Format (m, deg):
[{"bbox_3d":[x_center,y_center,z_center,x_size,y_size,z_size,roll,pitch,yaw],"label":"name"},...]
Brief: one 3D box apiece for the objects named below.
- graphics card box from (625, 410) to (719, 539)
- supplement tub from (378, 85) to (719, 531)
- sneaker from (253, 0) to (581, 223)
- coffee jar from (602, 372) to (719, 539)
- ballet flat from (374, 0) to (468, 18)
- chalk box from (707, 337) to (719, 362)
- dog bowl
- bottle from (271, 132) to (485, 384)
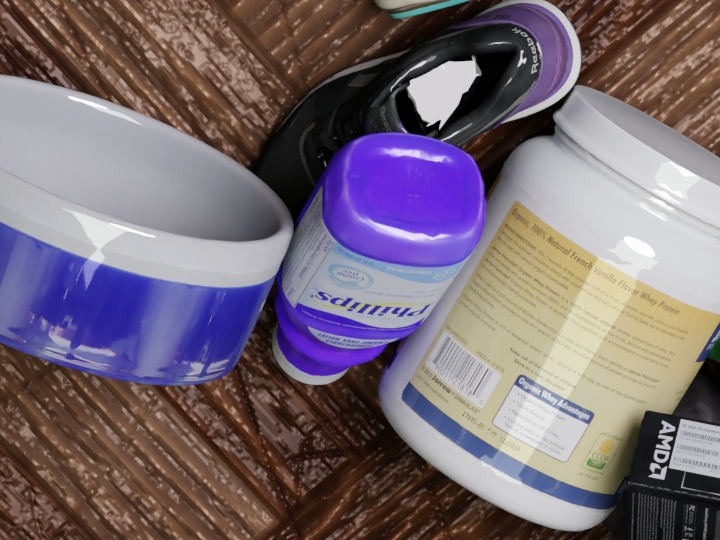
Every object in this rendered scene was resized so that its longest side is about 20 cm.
[{"bbox_3d":[0.234,0.140,1.439,0.199,0.051,0.126,9,146,11],"label":"graphics card box"},{"bbox_3d":[0.114,0.019,1.486,0.144,0.144,0.200,27,103,-13],"label":"supplement tub"},{"bbox_3d":[0.012,-0.077,1.453,0.200,0.088,0.076,-32,88,24],"label":"sneaker"},{"bbox_3d":[0.223,0.150,1.567,0.200,0.085,0.104,41,107,-16],"label":"coffee jar"},{"bbox_3d":[0.100,-0.178,1.467,0.199,0.069,0.070,-11,108,-3],"label":"ballet flat"},{"bbox_3d":[0.278,0.044,1.474,0.125,0.200,0.124,-58,136,-24],"label":"chalk box"},{"bbox_3d":[-0.139,-0.023,1.420,0.199,0.200,0.079,19,106,-11],"label":"dog bowl"},{"bbox_3d":[0.000,0.000,1.452,0.083,0.200,0.066,9,63,-14],"label":"bottle"}]
